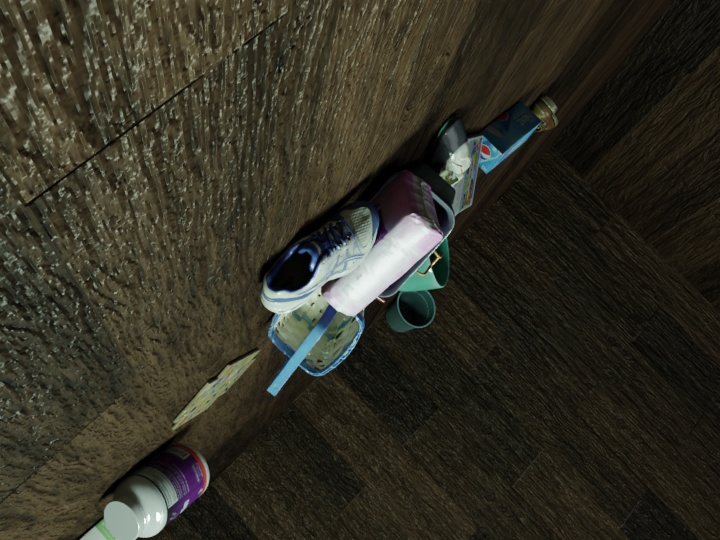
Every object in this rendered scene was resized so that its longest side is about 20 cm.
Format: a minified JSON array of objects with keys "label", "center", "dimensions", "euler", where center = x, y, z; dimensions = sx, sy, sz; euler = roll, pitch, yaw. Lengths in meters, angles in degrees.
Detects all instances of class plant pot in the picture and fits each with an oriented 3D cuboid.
[{"label":"plant pot","center":[0.222,0.194,3.427],"dimensions":[0.200,0.201,0.196],"euler":[-41,180,-29]}]

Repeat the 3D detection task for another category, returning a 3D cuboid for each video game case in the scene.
[{"label":"video game case","center":[0.196,-0.183,1.401],"dimensions":[0.200,0.018,0.146],"euler":[-30,130,-65]}]

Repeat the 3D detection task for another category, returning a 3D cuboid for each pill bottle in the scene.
[{"label":"pill bottle","center":[-0.371,0.405,1.335],"dimensions":[0.113,0.113,0.200],"euler":[-48,173,26]}]

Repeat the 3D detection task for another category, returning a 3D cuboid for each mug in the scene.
[{"label":"mug","center":[0.097,-0.035,1.373],"dimensions":[0.112,0.155,0.185],"euler":[-7,166,20]}]

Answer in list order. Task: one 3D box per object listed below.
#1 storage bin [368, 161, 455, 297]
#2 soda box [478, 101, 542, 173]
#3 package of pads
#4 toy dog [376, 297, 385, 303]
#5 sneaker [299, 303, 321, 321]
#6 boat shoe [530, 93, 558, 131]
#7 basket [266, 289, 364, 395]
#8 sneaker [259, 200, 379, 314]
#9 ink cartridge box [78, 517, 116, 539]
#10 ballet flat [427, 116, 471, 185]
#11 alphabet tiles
[{"label":"storage bin","center":[0.076,-0.074,1.187],"dimensions":[0.201,0.145,0.135],"euler":[-49,-178,32]},{"label":"soda box","center":[0.307,-0.286,1.561],"dimensions":[0.199,0.068,0.064],"euler":[-39,171,-42]},{"label":"package of pads","center":[0.027,-0.038,1.063],"dimensions":[0.200,0.075,0.122],"euler":[-43,-151,25]},{"label":"toy dog","center":[-0.016,0.064,1.544],"dimensions":[0.200,0.096,0.132],"euler":[-42,173,-23]},{"label":"sneaker","center":[-0.097,0.109,1.407],"dimensions":[0.078,0.077,0.200],"euler":[-41,171,-18]},{"label":"boat shoe","center":[0.467,-0.400,1.903],"dimensions":[0.068,0.072,0.200],"euler":[-41,164,9]},{"label":"basket","center":[-0.074,0.096,1.197],"dimensions":[0.177,0.139,0.200],"euler":[-49,-179,34]},{"label":"sneaker","center":[-0.047,-0.021,0.953],"dimensions":[0.200,0.075,0.088],"euler":[-45,173,-14]},{"label":"ink cartridge box","center":[-0.557,0.580,1.420],"dimensions":[0.200,0.067,0.117],"euler":[-39,172,-49]},{"label":"ballet flat","center":[0.149,-0.184,1.210],"dimensions":[0.073,0.073,0.200],"euler":[-42,172,-17]},{"label":"alphabet tiles","center":[-0.260,0.212,1.325],"dimensions":[0.167,0.006,0.200],"euler":[-47,173,15]}]
